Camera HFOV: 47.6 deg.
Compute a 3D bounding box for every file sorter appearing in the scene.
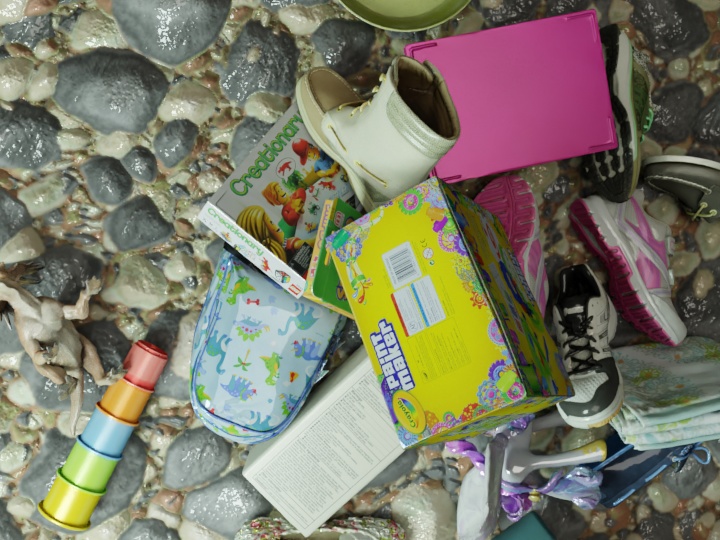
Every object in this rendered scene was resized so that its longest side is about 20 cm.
[{"bbox_3d":[0.145,-0.177,0.870,0.198,0.125,0.141,-12,96,-6],"label":"file sorter"}]

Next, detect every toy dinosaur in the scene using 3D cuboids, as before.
[{"bbox_3d":[-0.321,0.065,0.836,0.086,0.135,0.202,-39,130,-40],"label":"toy dinosaur"}]

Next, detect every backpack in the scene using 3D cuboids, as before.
[{"bbox_3d":[-0.104,0.077,0.852,0.162,0.154,0.201,26,101,-15],"label":"backpack"}]

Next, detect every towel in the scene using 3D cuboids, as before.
[{"bbox_3d":[0.344,0.125,0.891,0.198,0.171,0.049,-7,109,-8],"label":"towel"}]

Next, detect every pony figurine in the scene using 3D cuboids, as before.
[{"bbox_3d":[0.164,0.209,0.897,0.198,0.167,0.195,3,61,-5],"label":"pony figurine"}]

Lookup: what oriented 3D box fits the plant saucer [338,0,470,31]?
[{"bbox_3d":[0.045,-0.361,0.894,0.198,0.031,0.202,0,93,-7],"label":"plant saucer"}]

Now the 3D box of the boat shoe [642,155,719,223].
[{"bbox_3d":[0.414,-0.083,0.941,0.200,0.072,0.061,15,86,-12],"label":"boat shoe"}]

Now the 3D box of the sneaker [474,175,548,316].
[{"bbox_3d":[0.163,-0.002,0.903,0.081,0.088,0.202,0,81,27],"label":"sneaker"}]

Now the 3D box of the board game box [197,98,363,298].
[{"bbox_3d":[-0.061,-0.082,0.836,0.126,0.035,0.201,39,50,-8],"label":"board game box"}]

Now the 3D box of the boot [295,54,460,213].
[{"bbox_3d":[0.014,-0.159,0.797,0.072,0.155,0.201,-22,69,-28],"label":"boot"}]

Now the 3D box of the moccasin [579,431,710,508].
[{"bbox_3d":[0.350,0.203,0.952,0.199,0.080,0.069,-33,95,9],"label":"moccasin"}]

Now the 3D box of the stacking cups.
[{"bbox_3d":[-0.269,0.170,0.862,0.060,0.060,0.201,27,89,-9],"label":"stacking cups"}]

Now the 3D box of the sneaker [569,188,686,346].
[{"bbox_3d":[0.324,-0.010,0.925,0.088,0.081,0.201,-29,94,-6],"label":"sneaker"}]

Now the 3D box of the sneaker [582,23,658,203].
[{"bbox_3d":[0.303,-0.173,0.911,0.088,0.077,0.202,7,78,-25],"label":"sneaker"}]

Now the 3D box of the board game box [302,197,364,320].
[{"bbox_3d":[0.000,0.000,0.828,0.030,0.200,0.097,8,79,25],"label":"board game box"}]

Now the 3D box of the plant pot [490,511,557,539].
[{"bbox_3d":[0.198,0.385,0.870,0.141,0.200,0.142,-33,96,-5],"label":"plant pot"}]

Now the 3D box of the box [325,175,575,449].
[{"bbox_3d":[0.091,0.046,0.764,0.121,0.192,0.202,-28,71,21],"label":"box"}]

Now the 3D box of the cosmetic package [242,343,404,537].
[{"bbox_3d":[-0.019,0.174,0.873,0.200,0.073,0.104,-42,98,8],"label":"cosmetic package"}]

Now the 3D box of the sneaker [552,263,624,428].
[{"bbox_3d":[0.230,0.075,0.868,0.075,0.201,0.088,-16,123,23],"label":"sneaker"}]

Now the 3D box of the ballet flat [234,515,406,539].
[{"bbox_3d":[-0.043,0.313,0.901,0.198,0.064,0.077,1,99,-9],"label":"ballet flat"}]
